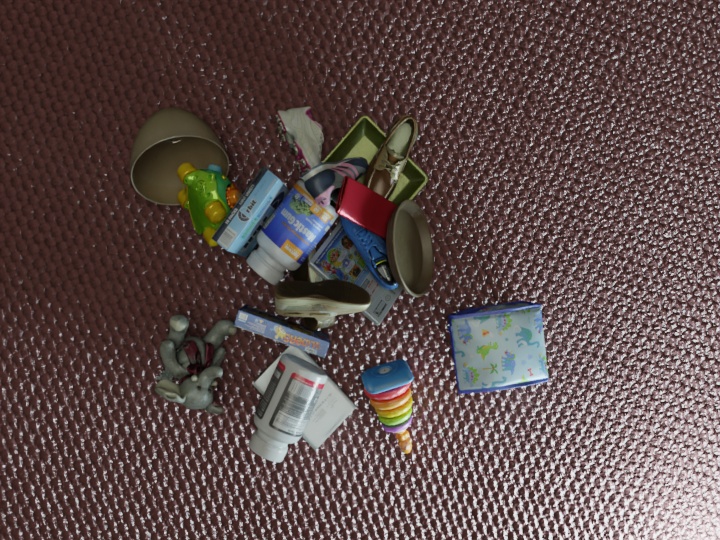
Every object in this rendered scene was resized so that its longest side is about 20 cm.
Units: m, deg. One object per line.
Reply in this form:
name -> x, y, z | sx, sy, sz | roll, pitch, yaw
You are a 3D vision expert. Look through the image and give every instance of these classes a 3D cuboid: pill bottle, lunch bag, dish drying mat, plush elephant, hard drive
pill bottle -> -0.144, -0.073, 1.380 | 0.111, 0.112, 0.202 | 38, 91, -4
pill bottle -> -0.156, 0.288, 1.400 | 0.109, 0.111, 0.204 | 25, 90, -4
lunch bag -> 0.289, 0.164, 1.447 | 0.194, 0.127, 0.175 | -9, 92, -13
dish drying mat -> 0.021, -0.121, 1.362 | 0.018, 0.198, 0.079 | 6, 79, 38
plush elephant -> -0.339, 0.211, 1.383 | 0.202, 0.163, 0.155 | -53, 53, 13
hard drive -> -0.122, 0.273, 1.470 | 0.132, 0.026, 0.200 | -44, 93, -2

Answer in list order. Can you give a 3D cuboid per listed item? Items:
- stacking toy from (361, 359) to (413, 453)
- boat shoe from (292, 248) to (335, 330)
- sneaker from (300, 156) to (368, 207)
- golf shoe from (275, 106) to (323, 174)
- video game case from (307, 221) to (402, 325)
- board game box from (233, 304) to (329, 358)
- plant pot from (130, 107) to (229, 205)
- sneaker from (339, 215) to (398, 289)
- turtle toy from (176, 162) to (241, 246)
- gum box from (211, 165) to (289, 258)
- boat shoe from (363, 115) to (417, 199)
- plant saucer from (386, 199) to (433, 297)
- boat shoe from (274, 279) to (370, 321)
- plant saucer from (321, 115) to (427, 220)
stacking toy -> 0.076, 0.307, 1.459 | 0.107, 0.116, 0.205 | -16, 106, -3
boat shoe -> -0.099, 0.025, 1.453 | 0.064, 0.072, 0.206 | -5, 79, -39
sneaker -> -0.040, -0.175, 1.352 | 0.069, 0.198, 0.084 | -29, 87, 39
golf shoe -> -0.107, -0.268, 1.418 | 0.090, 0.076, 0.203 | -22, 70, -14
video game case -> 0.000, 0.000, 1.445 | 0.199, 0.018, 0.144 | 41, 60, -5
board game box -> -0.161, 0.126, 1.411 | 0.195, 0.135, 0.035 | 20, 90, -3
plant pot -> -0.379, -0.253, 1.378 | 0.195, 0.202, 0.137 | -19, 62, -3
sneaker -> 0.024, -0.052, 1.402 | 0.065, 0.078, 0.203 | -32, 92, 0
turtle toy -> -0.300, -0.131, 1.371 | 0.100, 0.202, 0.147 | -28, 68, -29
gum box -> -0.214, -0.112, 1.369 | 0.044, 0.200, 0.172 | 35, 88, 3
boat shoe -> 0.062, -0.233, 1.402 | 0.074, 0.074, 0.204 | 23, 90, -3
plant saucer -> 0.103, -0.046, 1.413 | 0.029, 0.199, 0.206 | -6, 92, 28
boat shoe -> -0.077, 0.066, 1.372 | 0.194, 0.073, 0.066 | 2, 127, -5
plant saucer -> 0.013, -0.193, 1.460 | 0.199, 0.048, 0.201 | 43, 89, -3
